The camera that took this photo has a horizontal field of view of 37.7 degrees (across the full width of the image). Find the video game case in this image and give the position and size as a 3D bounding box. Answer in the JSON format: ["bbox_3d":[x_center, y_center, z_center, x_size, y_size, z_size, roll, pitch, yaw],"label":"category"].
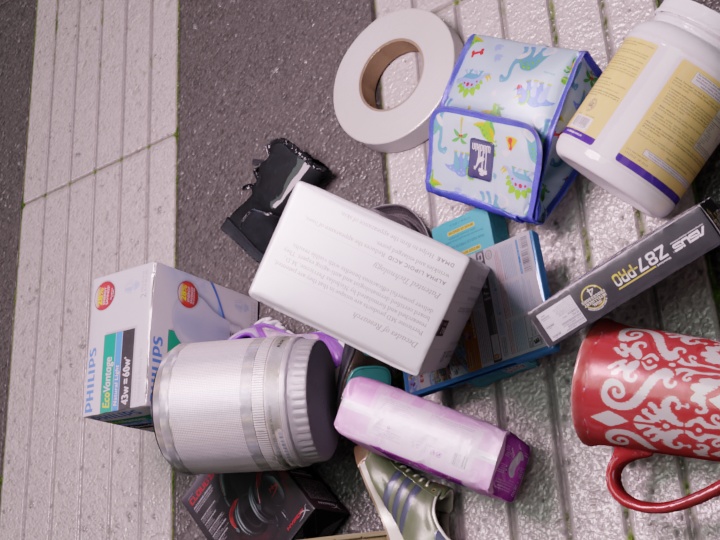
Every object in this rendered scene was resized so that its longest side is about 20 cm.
[{"bbox_3d":[0.127,0.053,1.208,0.200,0.018,0.143,-23,61,33],"label":"video game case"}]

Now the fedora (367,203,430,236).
[{"bbox_3d":[0.000,0.000,1.344,0.177,0.090,0.200,36,97,40],"label":"fedora"}]

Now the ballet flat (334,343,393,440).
[{"bbox_3d":[0.005,0.105,1.281,0.073,0.073,0.200,17,103,40],"label":"ballet flat"}]

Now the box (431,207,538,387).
[{"bbox_3d":[0.145,0.030,1.248,0.082,0.049,0.200,-25,60,29],"label":"box"}]

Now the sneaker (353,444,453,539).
[{"bbox_3d":[0.066,0.269,1.220,0.090,0.067,0.200,-30,50,7],"label":"sneaker"}]

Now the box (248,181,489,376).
[{"bbox_3d":[0.017,0.010,1.126,0.200,0.199,0.131,25,93,12],"label":"box"}]

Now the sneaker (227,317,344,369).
[{"bbox_3d":[-0.099,0.114,1.371,0.200,0.088,0.081,10,100,41],"label":"sneaker"}]

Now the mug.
[{"bbox_3d":[0.328,0.143,1.035,0.200,0.133,0.178,6,113,35],"label":"mug"}]

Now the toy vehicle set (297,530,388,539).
[{"bbox_3d":[-0.005,0.398,1.183,0.027,0.124,0.200,127,138,-51],"label":"toy vehicle set"}]

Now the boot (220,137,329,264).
[{"bbox_3d":[-0.100,-0.084,1.469,0.198,0.073,0.163,38,95,40],"label":"boot"}]

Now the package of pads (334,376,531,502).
[{"bbox_3d":[0.080,0.187,1.168,0.200,0.121,0.076,17,80,27],"label":"package of pads"}]

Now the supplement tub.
[{"bbox_3d":[0.320,-0.173,1.124,0.145,0.145,0.200,40,99,40],"label":"supplement tub"}]

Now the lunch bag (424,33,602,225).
[{"bbox_3d":[0.178,-0.164,1.241,0.170,0.127,0.200,22,88,41],"label":"lunch bag"}]

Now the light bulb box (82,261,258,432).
[{"bbox_3d":[-0.252,0.115,1.427,0.125,0.200,0.198,-15,66,34],"label":"light bulb box"}]

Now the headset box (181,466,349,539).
[{"bbox_3d":[-0.130,0.296,1.348,0.149,0.075,0.200,-53,50,9],"label":"headset box"}]

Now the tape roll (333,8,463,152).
[{"bbox_3d":[0.051,-0.260,1.435,0.203,0.037,0.203,-14,67,34],"label":"tape roll"}]

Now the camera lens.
[{"bbox_3d":[-0.139,0.162,1.267,0.200,0.160,0.160,-5,69,14],"label":"camera lens"}]

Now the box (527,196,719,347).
[{"bbox_3d":[0.280,-0.001,1.081,0.200,0.161,0.049,-36,84,22],"label":"box"}]
